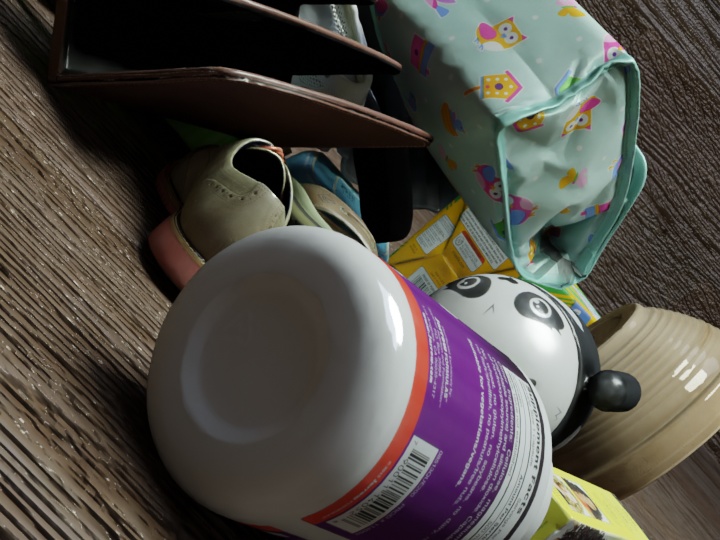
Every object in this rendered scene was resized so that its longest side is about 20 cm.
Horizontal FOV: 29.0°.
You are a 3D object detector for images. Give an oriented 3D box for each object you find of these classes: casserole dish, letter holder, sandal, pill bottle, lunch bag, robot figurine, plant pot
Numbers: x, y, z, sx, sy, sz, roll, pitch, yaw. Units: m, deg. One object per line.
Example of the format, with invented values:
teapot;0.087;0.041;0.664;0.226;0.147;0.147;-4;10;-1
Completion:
casserole dish;-0.020;-0.043;1.102;0.121;0.039;0.200;48;9;-8
letter holder;-0.053;-0.135;0.797;0.141;0.101;0.199;6;-2;36
sandal;-0.022;-0.017;0.832;0.201;0.057;0.080;56;-31;40
pill bottle;0.009;0.066;0.578;0.113;0.112;0.200;55;11;34
lunch bag;0.100;-0.100;0.924;0.171;0.121;0.200;54;-11;36
robot figurine;0.097;0.065;0.940;0.125;0.150;0.200;65;13;13
sandal;0.003;-0.120;1.010;0.076;0.043;0.202;165;-82;-68
plant pot;0.199;0.092;1.069;0.093;0.200;0.201;51;9;-2

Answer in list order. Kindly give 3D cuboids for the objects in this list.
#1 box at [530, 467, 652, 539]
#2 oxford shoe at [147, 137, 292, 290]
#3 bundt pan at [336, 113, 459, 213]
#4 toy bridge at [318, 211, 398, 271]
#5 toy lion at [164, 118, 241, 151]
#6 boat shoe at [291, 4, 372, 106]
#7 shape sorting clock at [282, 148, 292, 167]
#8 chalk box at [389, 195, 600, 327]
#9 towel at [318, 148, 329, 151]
box;0.110;0.158;0.802;0.050;0.075;0.200;51;10;27
oxford shoe;-0.065;-0.038;0.758;0.070;0.075;0.200;45;9;-19
bundt pan;0.080;-0.125;1.130;0.202;0.201;0.076;37;45;-52
toy bridge;0.000;0.000;0.967;0.067;0.027;0.200;28;-9;38
toy lion;-0.141;-0.153;0.922;0.192;0.068;0.200;57;6;2
boat shoe;-0.038;-0.201;0.958;0.201;0.070;0.069;65;-30;8
shape sorting clock;-0.090;-0.164;0.988;0.201;0.039;0.200;63;-4;7
chalk box;0.129;0.045;1.175;0.200;0.124;0.125;40;13;-42
towel;-0.097;-0.205;1.112;0.200;0.032;0.191;42;-19;22
